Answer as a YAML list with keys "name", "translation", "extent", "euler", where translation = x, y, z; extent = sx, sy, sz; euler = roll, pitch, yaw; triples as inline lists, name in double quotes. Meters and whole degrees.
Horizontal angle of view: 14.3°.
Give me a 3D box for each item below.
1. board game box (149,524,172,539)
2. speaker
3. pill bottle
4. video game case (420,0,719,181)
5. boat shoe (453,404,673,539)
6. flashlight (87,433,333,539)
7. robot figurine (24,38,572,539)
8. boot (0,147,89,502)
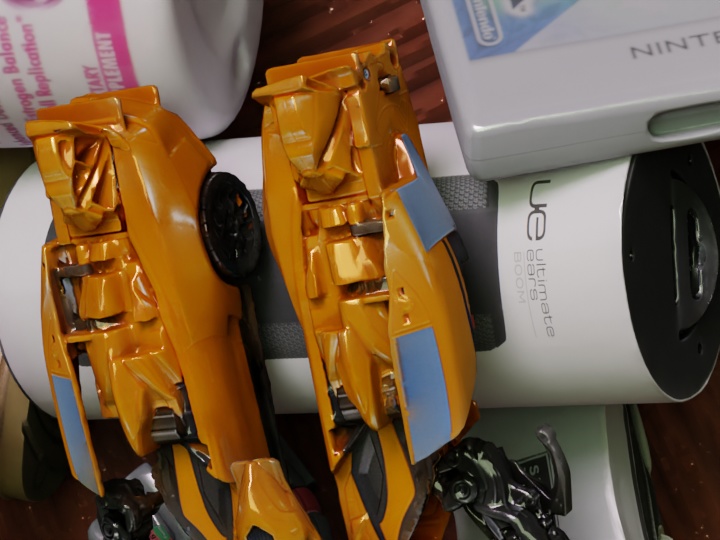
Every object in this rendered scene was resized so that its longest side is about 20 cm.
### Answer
- name: "board game box"
  translation: [-0.036, 0.183, 0.821]
  extent: [0.103, 0.019, 0.200]
  euler: [-42, 77, 32]
- name: "speaker"
  translation: [0.000, 0.000, 0.802]
  extent: [0.199, 0.081, 0.082]
  euler: [-2, 78, 27]
- name: "pill bottle"
  translation: [-0.136, -0.090, 0.826]
  extent: [0.199, 0.113, 0.114]
  euler: [-2, 78, 14]
- name: "video game case"
  translation: [0.100, -0.111, 0.795]
  extent: [0.181, 0.022, 0.200]
  euler: [-10, 44, -3]
- name: "boat shoe"
  translation: [0.062, 0.099, 0.813]
  extent: [0.070, 0.064, 0.201]
  euler: [-11, 64, 22]
- name: "flashlight"
  translation: [0.002, 0.136, 0.833]
  extent: [0.068, 0.068, 0.200]
  euler: [-34, 74, -18]
- name: "robot figurine"
  translation: [-0.020, 0.048, 0.744]
  extent: [0.144, 0.058, 0.201]
  euler: [-8, 99, 28]
- name: "boot"
  translation: [-0.176, -0.018, 0.907]
  extent: [0.199, 0.066, 0.176]
  euler: [3, 72, 14]
